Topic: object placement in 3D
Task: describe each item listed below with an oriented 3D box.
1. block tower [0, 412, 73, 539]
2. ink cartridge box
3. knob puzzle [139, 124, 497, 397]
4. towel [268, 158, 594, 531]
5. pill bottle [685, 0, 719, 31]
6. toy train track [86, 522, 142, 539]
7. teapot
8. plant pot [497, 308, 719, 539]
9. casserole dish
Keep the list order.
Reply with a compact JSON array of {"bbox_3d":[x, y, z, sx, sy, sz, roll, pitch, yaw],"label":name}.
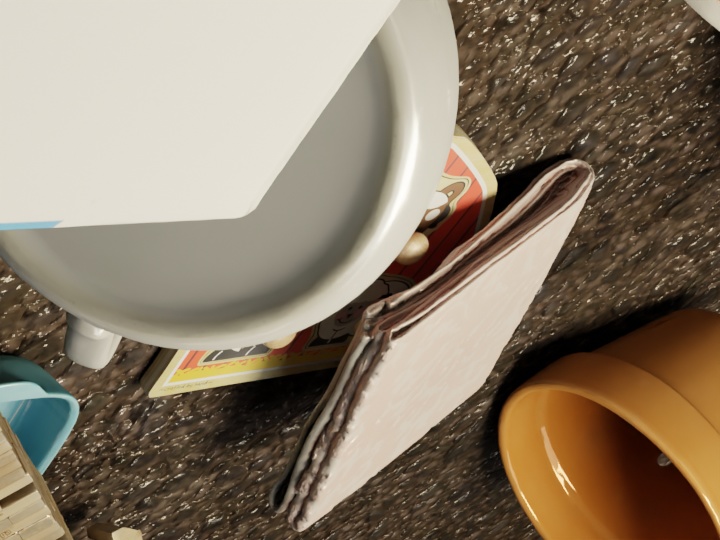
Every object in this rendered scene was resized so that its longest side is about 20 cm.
[{"bbox_3d":[-0.177,0.090,0.907,0.054,0.058,0.200,-28,153,-9],"label":"block tower"},{"bbox_3d":[-0.094,-0.132,0.513,0.146,0.201,0.146,-5,143,-46],"label":"ink cartridge box"},{"bbox_3d":[0.000,0.000,1.071,0.218,0.031,0.220,-26,154,-14],"label":"knob puzzle"},{"bbox_3d":[0.040,0.043,1.141,0.191,0.032,0.201,-36,161,-38],"label":"towel"},{"bbox_3d":[0.223,-0.194,0.879,0.114,0.115,0.200,-3,143,-47],"label":"pill bottle"},{"bbox_3d":[-0.199,0.169,1.089,0.114,0.033,0.199,2,-163,42],"label":"toy train track"},{"bbox_3d":[-0.053,-0.074,0.736,0.198,0.199,0.146,-16,-163,14],"label":"teapot"},{"bbox_3d":[0.212,0.121,1.374,0.140,0.200,0.201,-37,160,-30],"label":"plant pot"},{"bbox_3d":[-0.218,0.103,0.993,0.120,0.039,0.200,-8,146,-43],"label":"casserole dish"}]
